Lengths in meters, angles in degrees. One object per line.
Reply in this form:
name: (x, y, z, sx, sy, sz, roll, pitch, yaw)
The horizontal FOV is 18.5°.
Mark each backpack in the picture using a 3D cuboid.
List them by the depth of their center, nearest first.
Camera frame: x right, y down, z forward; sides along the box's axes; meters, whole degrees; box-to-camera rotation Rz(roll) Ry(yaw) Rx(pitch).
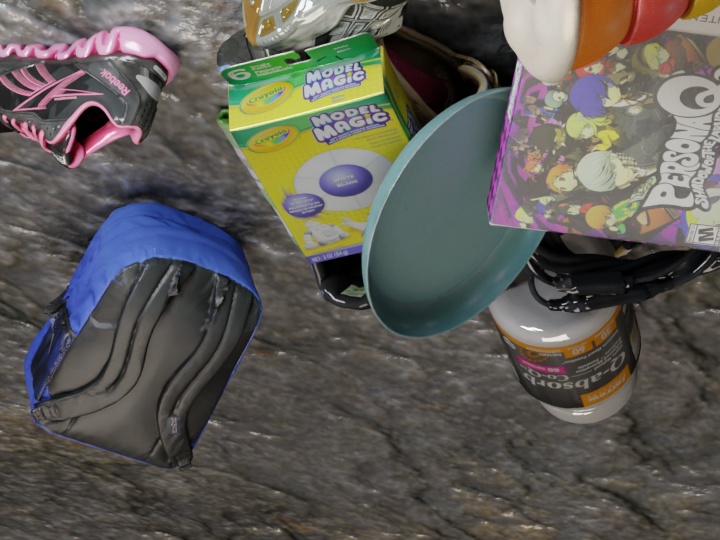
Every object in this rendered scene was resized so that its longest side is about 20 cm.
backpack: (-0.189, 0.038, 1.900, 0.162, 0.168, 0.200, 17, 120, -28)

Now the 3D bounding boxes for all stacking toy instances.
stacking toy: (0.190, -0.201, 1.390, 0.199, 0.147, 0.146, -8, 156, -11)

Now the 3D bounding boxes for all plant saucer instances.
plant saucer: (0.070, -0.045, 1.579, 0.027, 0.200, 0.200, 35, 172, 36)

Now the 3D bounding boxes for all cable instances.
cable: (0.217, -0.049, 1.695, 0.199, 0.051, 0.164, -10, 124, -3)

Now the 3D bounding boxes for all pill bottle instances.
pill bottle: (0.177, 0.049, 1.873, 0.116, 0.117, 0.200, 0, 153, 15)

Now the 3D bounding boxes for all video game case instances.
video game case: (0.192, -0.111, 1.520, 0.180, 0.036, 0.201, 7, 123, -6)

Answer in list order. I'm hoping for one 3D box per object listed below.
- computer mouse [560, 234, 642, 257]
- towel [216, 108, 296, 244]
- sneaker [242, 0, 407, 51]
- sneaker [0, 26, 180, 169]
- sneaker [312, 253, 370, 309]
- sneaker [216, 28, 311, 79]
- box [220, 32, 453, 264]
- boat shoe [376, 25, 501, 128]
computer mouse: (0.151, -0.040, 1.758, 0.140, 0.046, 0.200, 25, 128, -26)
towel: (-0.018, -0.071, 1.777, 0.149, 0.031, 0.200, -3, 152, 18)
sneaker: (0.009, -0.199, 1.482, 0.087, 0.076, 0.200, 9, 162, -40)
sneaker: (-0.230, -0.120, 1.661, 0.199, 0.096, 0.079, -9, 152, 32)
sneaker: (0.000, 0.000, 1.772, 0.078, 0.089, 0.200, -5, 150, 28)
sneaker: (-0.029, -0.105, 1.627, 0.200, 0.079, 0.089, 31, 130, -28)
box: (-0.015, -0.086, 1.559, 0.117, 0.049, 0.200, -13, 142, 13)
boat shoe: (0.067, -0.122, 1.602, 0.200, 0.074, 0.069, 22, 151, -33)
